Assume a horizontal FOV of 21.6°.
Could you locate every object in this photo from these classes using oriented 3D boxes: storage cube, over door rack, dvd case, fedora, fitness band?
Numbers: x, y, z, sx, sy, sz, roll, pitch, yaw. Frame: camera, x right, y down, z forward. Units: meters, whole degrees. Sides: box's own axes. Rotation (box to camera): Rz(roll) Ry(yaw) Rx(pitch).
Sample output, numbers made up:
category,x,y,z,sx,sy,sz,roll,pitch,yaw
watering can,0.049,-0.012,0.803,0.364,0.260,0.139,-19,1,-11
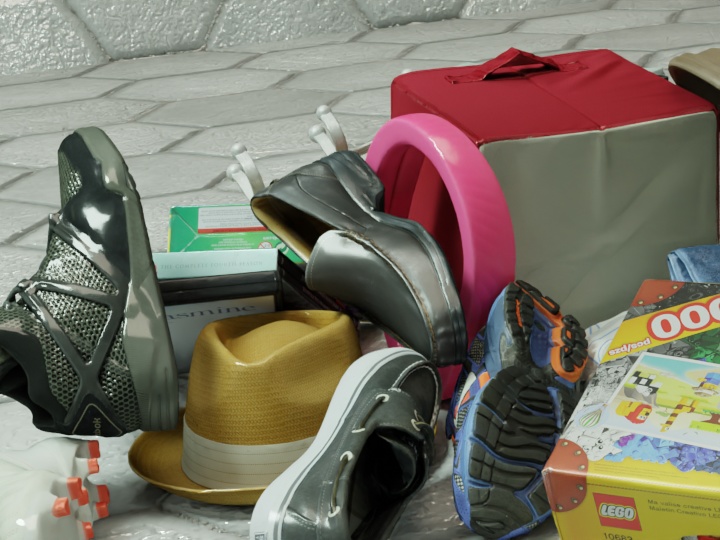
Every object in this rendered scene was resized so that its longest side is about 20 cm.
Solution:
category,x,y,z,sx,sy,sz,roll,pitch,yaw
storage cube,0.127,-0.038,1.266,0.169,0.202,0.180,-8,20,-14
over door rack,-0.019,-0.067,1.399,0.147,0.067,0.200,-24,-25,-8
dvd case,-0.093,0.021,1.269,0.144,0.022,0.200,-2,-16,14
fedora,-0.049,0.071,1.118,0.198,0.083,0.201,-6,14,1
dvd case,-0.118,0.038,1.222,0.141,0.018,0.200,-5,-15,-2
fitness band,0.042,-0.008,1.176,0.037,0.201,0.144,-13,53,-21

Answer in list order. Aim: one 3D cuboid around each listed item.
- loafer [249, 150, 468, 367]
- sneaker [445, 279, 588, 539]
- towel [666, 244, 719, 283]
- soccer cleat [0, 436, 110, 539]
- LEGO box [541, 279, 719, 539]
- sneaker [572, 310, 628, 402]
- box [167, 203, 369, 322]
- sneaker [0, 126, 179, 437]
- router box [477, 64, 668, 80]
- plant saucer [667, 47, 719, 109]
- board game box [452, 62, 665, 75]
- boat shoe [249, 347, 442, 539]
category,x,y,z,sx,sy,sz,roll,pitch,yaw
loafer,0.000,0.000,1.131,0.072,0.073,0.200,-16,34,-20
sneaker,0.083,0.089,1.049,0.075,0.079,0.200,32,30,-5
towel,0.241,0.051,1.044,0.110,0.049,0.201,-5,33,-4
soccer cleat,-0.174,0.131,0.975,0.077,0.070,0.200,-11,7,-3
LEGO box,0.208,0.083,0.892,0.198,0.078,0.149,3,39,31
sneaker,0.150,0.071,1.105,0.086,0.076,0.200,-14,8,10
box,-0.051,0.001,1.319,0.116,0.049,0.200,-1,-17,11
sneaker,-0.174,0.006,1.083,0.113,0.201,0.076,-8,-27,-12
router box,0.152,-0.075,1.474,0.052,0.159,0.199,-17,17,-39
plant saucer,0.279,-0.076,1.198,0.030,0.200,0.200,-49,16,4
board game box,0.157,-0.093,1.564,0.199,0.149,0.064,6,20,39
boat shoe,0.009,0.102,0.988,0.056,0.069,0.200,-10,22,29
